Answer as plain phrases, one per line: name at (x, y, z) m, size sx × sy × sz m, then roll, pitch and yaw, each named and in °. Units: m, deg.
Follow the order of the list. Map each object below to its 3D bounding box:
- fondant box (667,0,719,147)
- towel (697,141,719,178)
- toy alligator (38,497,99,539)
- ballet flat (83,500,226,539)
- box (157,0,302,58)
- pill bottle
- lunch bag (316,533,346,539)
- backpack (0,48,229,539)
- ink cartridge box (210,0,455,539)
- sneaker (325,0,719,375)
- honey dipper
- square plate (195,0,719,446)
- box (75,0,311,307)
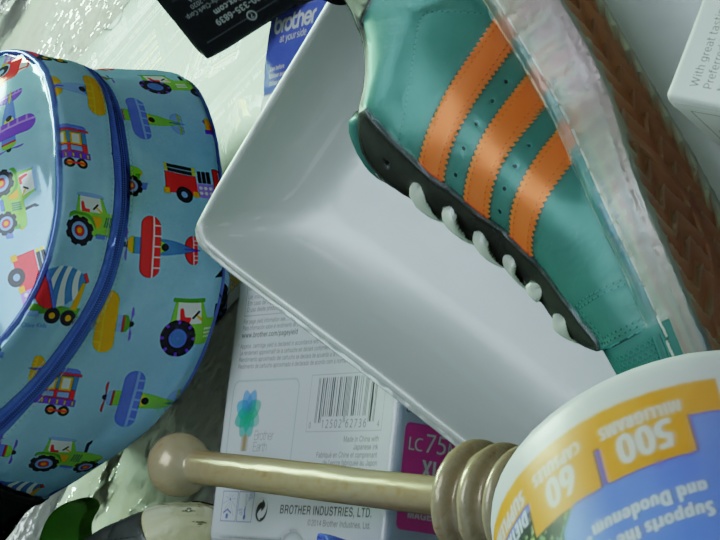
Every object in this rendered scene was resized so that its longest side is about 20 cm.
fondant box at (0.194, -0.083, 0.578) m, size 0.199 × 0.058 × 0.145 m, roll 15°, pitch 80°, yaw 38°
towel at (0.093, -0.089, 0.790) m, size 0.191 × 0.032 × 0.201 m, roll -47°, pitch 37°, yaw 22°
toy alligator at (-0.148, 0.183, 0.916) m, size 0.054 × 0.059 × 0.201 m, roll 36°, pitch 99°, yaw 14°
ballet flat at (-0.121, 0.161, 0.853) m, size 0.200 × 0.067 × 0.057 m, roll -41°, pitch 7°, yaw 6°
box at (-0.026, -0.196, 0.892) m, size 0.122 × 0.106 × 0.201 m, roll -27°, pitch 26°, yaw 29°
pill bottle at (0.102, 0.127, 0.557) m, size 0.112 × 0.112 × 0.201 m, roll -43°, pitch 38°, yaw 28°
lunch bag at (-0.025, 0.173, 0.651) m, size 0.201 × 0.127 × 0.170 m, roll -68°, pitch 12°, yaw -10°
backpack at (-0.148, 0.002, 0.884) m, size 0.200 × 0.134 × 0.184 m, roll -33°, pitch 48°, yaw 32°
ink cartridge box at (0.000, 0.000, 0.808) m, size 0.119 × 0.042 × 0.202 m, roll -7°, pitch 76°, yaw 57°
sneaker at (0.048, -0.030, 0.668) m, size 0.080 × 0.071 × 0.201 m, roll -34°, pitch 67°, yaw 22°
honey dipper at (-0.003, 0.071, 0.728) m, size 0.199 × 0.038 × 0.038 m, roll -1°, pitch 67°, yaw 47°
square plate at (0.070, -0.038, 0.708) m, size 0.198 × 0.028 × 0.201 m, roll 37°, pitch 104°, yaw 22°
box at (-0.078, -0.054, 0.984) m, size 0.200 × 0.048 × 0.159 m, roll -46°, pitch 39°, yaw 25°
